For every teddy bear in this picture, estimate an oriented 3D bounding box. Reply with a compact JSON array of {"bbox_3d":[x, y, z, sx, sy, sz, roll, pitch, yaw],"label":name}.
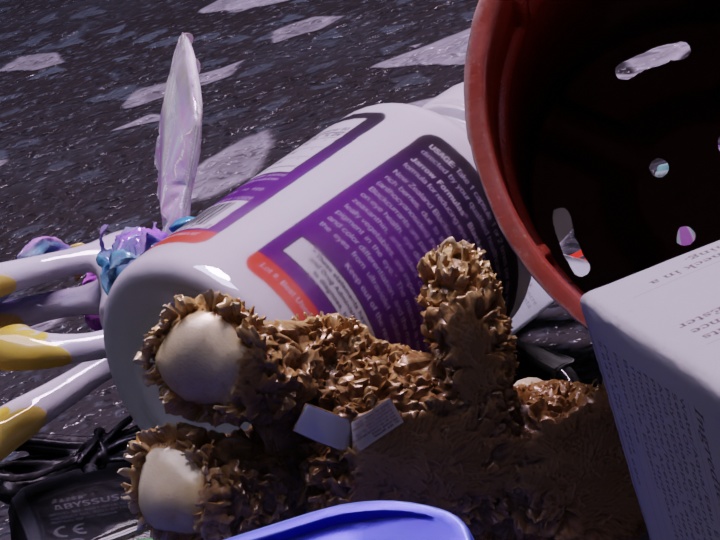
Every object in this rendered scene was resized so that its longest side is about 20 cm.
[{"bbox_3d":[0.010,0.060,0.993,0.199,0.145,0.067,-9,14,-9],"label":"teddy bear"}]

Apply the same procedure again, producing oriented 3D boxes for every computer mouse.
[{"bbox_3d":[-0.099,0.126,1.184,0.138,0.053,0.200,-6,24,-8],"label":"computer mouse"}]

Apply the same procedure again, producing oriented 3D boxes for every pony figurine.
[{"bbox_3d":[-0.098,0.005,1.233,0.200,0.167,0.193,-16,31,-8],"label":"pony figurine"}]

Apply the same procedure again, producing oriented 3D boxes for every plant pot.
[{"bbox_3d":[0.137,-0.047,0.997,0.200,0.201,0.195,-18,-8,-1],"label":"plant pot"}]

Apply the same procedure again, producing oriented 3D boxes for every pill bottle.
[{"bbox_3d":[0.000,0.000,1.104,0.111,0.112,0.200,1,28,44],"label":"pill bottle"}]

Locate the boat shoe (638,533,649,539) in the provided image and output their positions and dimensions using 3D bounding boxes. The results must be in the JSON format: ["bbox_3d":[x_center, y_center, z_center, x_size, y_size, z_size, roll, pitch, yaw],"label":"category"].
[{"bbox_3d":[0.130,0.073,1.113,0.064,0.071,0.200,0,14,23],"label":"boat shoe"}]

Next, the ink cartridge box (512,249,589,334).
[{"bbox_3d":[0.039,0.019,1.311,0.200,0.047,0.160,-37,4,-40],"label":"ink cartridge box"}]

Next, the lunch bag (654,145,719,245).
[{"bbox_3d":[0.243,-0.014,1.196,0.200,0.077,0.160,2,-2,40],"label":"lunch bag"}]

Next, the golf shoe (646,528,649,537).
[{"bbox_3d":[0.181,0.095,1.027,0.094,0.078,0.200,14,33,26],"label":"golf shoe"}]

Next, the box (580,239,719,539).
[{"bbox_3d":[0.200,0.075,0.833,0.199,0.200,0.131,-20,17,-10],"label":"box"}]

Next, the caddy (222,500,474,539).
[{"bbox_3d":[-0.020,0.169,0.928,0.200,0.105,0.142,-17,42,2],"label":"caddy"}]

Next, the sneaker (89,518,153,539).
[{"bbox_3d":[-0.054,0.120,1.062,0.200,0.078,0.085,-4,21,-33],"label":"sneaker"}]

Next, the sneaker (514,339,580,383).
[{"bbox_3d":[0.072,0.062,1.167,0.066,0.091,0.200,-15,18,5],"label":"sneaker"}]
